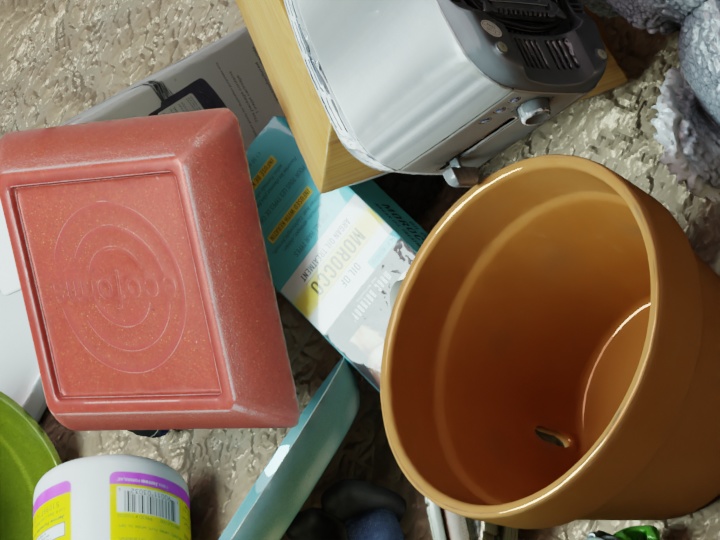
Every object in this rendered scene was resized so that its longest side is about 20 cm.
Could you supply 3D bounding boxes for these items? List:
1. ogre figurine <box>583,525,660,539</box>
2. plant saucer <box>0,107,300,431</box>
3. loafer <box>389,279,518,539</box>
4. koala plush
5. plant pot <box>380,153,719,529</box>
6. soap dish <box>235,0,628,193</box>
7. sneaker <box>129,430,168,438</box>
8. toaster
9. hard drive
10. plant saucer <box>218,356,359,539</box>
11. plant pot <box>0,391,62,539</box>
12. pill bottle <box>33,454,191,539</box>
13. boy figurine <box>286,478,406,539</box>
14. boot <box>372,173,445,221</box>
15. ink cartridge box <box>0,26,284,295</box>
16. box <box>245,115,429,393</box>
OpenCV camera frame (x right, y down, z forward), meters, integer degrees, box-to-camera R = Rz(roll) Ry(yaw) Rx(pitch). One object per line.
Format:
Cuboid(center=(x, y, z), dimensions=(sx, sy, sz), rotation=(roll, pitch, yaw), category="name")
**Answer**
Cuboid(center=(0.109, 0.224, 1.365), dimensions=(0.098, 0.120, 0.200), rotation=(20, 87, 51), category="ogre figurine")
Cuboid(center=(-0.142, 0.008, 1.600), dimensions=(0.200, 0.037, 0.200), rotation=(-3, 104, 38), category="plant saucer")
Cuboid(center=(0.065, 0.098, 1.491), dimensions=(0.063, 0.072, 0.200), rotation=(-13, 85, 12), category="loafer")
Cuboid(center=(0.203, -0.151, 1.417), dimensions=(0.177, 0.184, 0.200), rotation=(-25, 81, 13), category="koala plush")
Cuboid(center=(0.128, 0.054, 1.409), dimensions=(0.200, 0.140, 0.200), rotation=(-24, 54, 39), category="plant pot")
Cuboid(center=(0.040, -0.150, 1.564), dimensions=(0.200, 0.081, 0.157), rotation=(-20, 64, -5), category="soap dish")
Cuboid(center=(-0.133, 0.048, 1.762), dimensions=(0.199, 0.081, 0.115), rotation=(-37, 51, 40), category="sneaker")
Cuboid(center=(0.038, -0.146, 1.430), dimensions=(0.129, 0.114, 0.200), rotation=(-41, 63, 38), category="toaster")
Cuboid(center=(-0.252, 0.042, 1.929), dimensions=(0.132, 0.027, 0.200), rotation=(37, 100, 49), category="hard drive")
Cuboid(center=(-0.054, 0.142, 1.583), dimensions=(0.200, 0.027, 0.200), rotation=(-56, 1, 1), category="plant saucer")
Cuboid(center=(-0.336, 0.192, 1.839), dimensions=(0.193, 0.200, 0.200), rotation=(-28, 52, 51), category="plant pot")
Cuboid(center=(-0.159, 0.227, 1.674), dimensions=(0.104, 0.104, 0.200), rotation=(-29, 52, 37), category="pill bottle")
Cuboid(center=(0.004, 0.227, 1.525), dimensions=(0.124, 0.064, 0.200), rotation=(-37, 44, 31), category="boy figurine")
Cuboid(center=(0.010, -0.113, 1.692), dimensions=(0.132, 0.070, 0.200), rotation=(19, 82, 58), category="boot")
Cuboid(center=(-0.158, -0.074, 1.743), dimensions=(0.145, 0.200, 0.084), rotation=(-24, 98, 40), category="ink cartridge box")
Cuboid(center=(0.000, 0.000, 1.585), dimensions=(0.200, 0.049, 0.082), rotation=(44, 108, 21), category="box")
